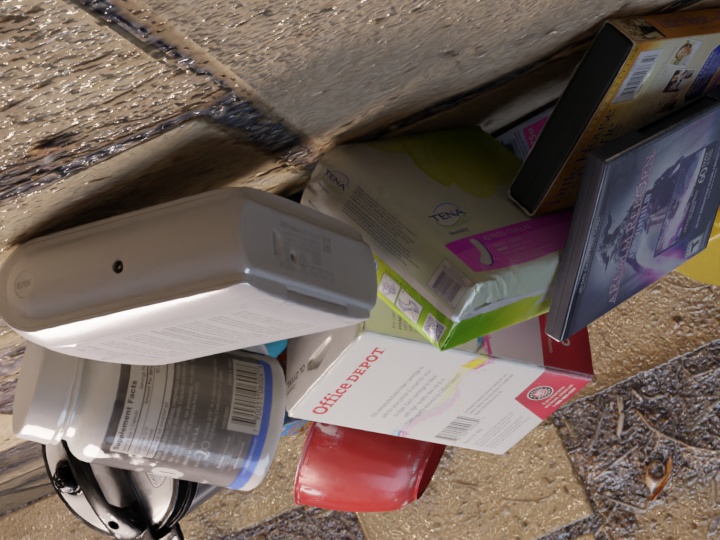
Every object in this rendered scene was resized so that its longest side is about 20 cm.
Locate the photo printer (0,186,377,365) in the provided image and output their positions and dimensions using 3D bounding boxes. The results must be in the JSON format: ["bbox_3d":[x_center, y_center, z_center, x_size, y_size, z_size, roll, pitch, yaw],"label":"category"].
[{"bbox_3d":[-0.112,0.010,0.950,0.199,0.070,0.166,-13,164,28],"label":"photo printer"}]

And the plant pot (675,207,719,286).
[{"bbox_3d":[0.374,-0.089,1.439,0.199,0.197,0.194,-11,169,-28],"label":"plant pot"}]

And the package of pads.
[{"bbox_3d":[0.068,-0.031,1.053,0.199,0.154,0.068,-15,138,-52],"label":"package of pads"}]

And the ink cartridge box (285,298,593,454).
[{"bbox_3d":[0.058,0.064,1.190,0.199,0.083,0.146,13,145,-23],"label":"ink cartridge box"}]

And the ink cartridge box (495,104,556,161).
[{"bbox_3d":[0.120,-0.085,1.262,0.199,0.042,0.119,-30,170,33],"label":"ink cartridge box"}]

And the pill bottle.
[{"bbox_3d":[-0.170,0.105,1.222,0.199,0.115,0.114,14,160,-19],"label":"pill bottle"}]

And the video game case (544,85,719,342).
[{"bbox_3d":[0.205,-0.046,1.067,0.200,0.019,0.144,-28,138,-44],"label":"video game case"}]

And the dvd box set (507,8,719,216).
[{"bbox_3d":[0.200,-0.114,1.066,0.199,0.029,0.147,-16,142,-46],"label":"dvd box set"}]

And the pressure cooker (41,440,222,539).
[{"bbox_3d":[-0.211,0.167,1.486,0.200,0.175,0.180,-29,142,-58],"label":"pressure cooker"}]

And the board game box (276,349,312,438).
[{"bbox_3d":[-0.109,0.090,1.420,0.037,0.152,0.200,-42,168,15],"label":"board game box"}]

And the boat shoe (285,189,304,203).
[{"bbox_3d":[-0.093,0.002,1.138,0.069,0.084,0.200,-41,174,-44],"label":"boat shoe"}]

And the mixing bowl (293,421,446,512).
[{"bbox_3d":[0.025,0.156,1.471,0.201,0.108,0.201,-60,166,-26],"label":"mixing bowl"}]

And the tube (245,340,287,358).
[{"bbox_3d":[-0.049,0.018,1.403,0.077,0.051,0.200,-21,-164,45],"label":"tube"}]
